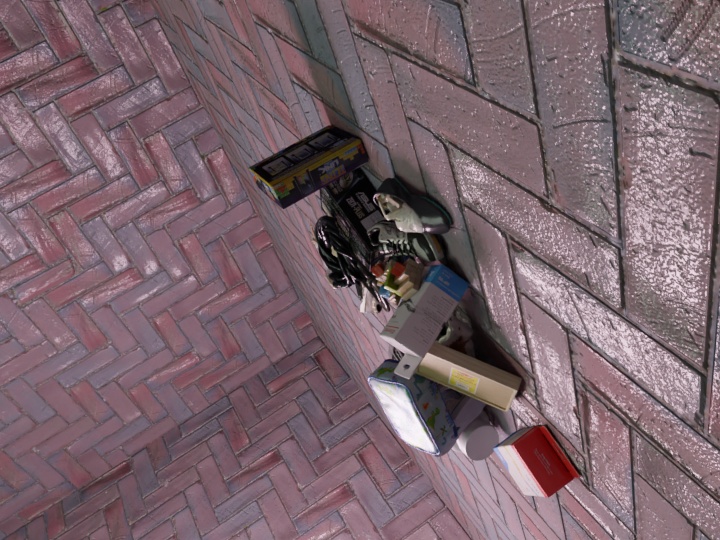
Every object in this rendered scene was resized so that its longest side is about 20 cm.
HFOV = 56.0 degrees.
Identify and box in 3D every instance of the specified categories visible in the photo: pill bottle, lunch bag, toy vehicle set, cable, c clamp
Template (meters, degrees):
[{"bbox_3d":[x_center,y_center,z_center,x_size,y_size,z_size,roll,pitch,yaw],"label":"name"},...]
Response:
[{"bbox_3d":[0.235,0.359,1.607,0.120,0.119,0.200,63,168,-26],"label":"pill bottle"},{"bbox_3d":[0.109,0.286,1.444,0.160,0.082,0.201,0,123,55],"label":"lunch bag"},{"bbox_3d":[0.201,0.201,1.294,0.199,0.027,0.125,22,153,13],"label":"toy vehicle set"},{"bbox_3d":[-0.047,-0.041,1.439,0.200,0.051,0.164,177,75,-76],"label":"cable"},{"bbox_3d":[0.000,0.000,1.470,0.200,0.027,0.171,51,168,37],"label":"c clamp"}]

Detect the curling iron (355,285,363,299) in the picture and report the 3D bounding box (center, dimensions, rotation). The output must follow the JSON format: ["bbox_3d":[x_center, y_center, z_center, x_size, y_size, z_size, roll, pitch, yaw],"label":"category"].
[{"bbox_3d":[-0.019,-0.018,1.809,0.050,0.025,0.201,-44,59,58],"label":"curling iron"}]

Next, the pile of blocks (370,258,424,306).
[{"bbox_3d":[0.053,0.018,1.298,0.062,0.083,0.200,27,170,-13],"label":"pile of blocks"}]

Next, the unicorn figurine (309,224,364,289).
[{"bbox_3d":[-0.049,-0.024,1.711,0.074,0.199,0.138,-45,51,35],"label":"unicorn figurine"}]

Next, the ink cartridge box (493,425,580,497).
[{"bbox_3d":[0.339,0.373,1.321,0.117,0.067,0.200,56,168,13],"label":"ink cartridge box"}]

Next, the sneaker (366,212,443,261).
[{"bbox_3d":[0.081,-0.049,1.274,0.200,0.087,0.076,35,153,61],"label":"sneaker"}]

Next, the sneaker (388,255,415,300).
[{"bbox_3d":[0.116,0.037,1.394,0.075,0.078,0.201,-36,68,55],"label":"sneaker"}]

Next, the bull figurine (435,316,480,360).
[{"bbox_3d":[0.189,0.170,1.359,0.121,0.065,0.200,-1,137,33],"label":"bull figurine"}]

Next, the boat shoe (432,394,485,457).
[{"bbox_3d":[0.207,0.320,1.506,0.071,0.201,0.070,11,-152,-39],"label":"boat shoe"}]

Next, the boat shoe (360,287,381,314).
[{"bbox_3d":[0.037,0.060,1.834,0.060,0.072,0.202,12,152,3],"label":"boat shoe"}]

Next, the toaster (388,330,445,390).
[{"bbox_3d":[0.151,0.202,1.559,0.200,0.118,0.181,55,169,17],"label":"toaster"}]

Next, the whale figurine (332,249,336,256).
[{"bbox_3d":[-0.001,-0.063,1.606,0.199,0.104,0.160,29,118,26],"label":"whale figurine"}]

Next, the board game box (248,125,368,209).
[{"bbox_3d":[-0.107,-0.212,1.361,0.165,0.199,0.057,42,159,57],"label":"board game box"}]

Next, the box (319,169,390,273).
[{"bbox_3d":[0.000,-0.110,1.462,0.200,0.086,0.164,55,169,15],"label":"box"}]

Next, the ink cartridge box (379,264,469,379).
[{"bbox_3d":[0.103,0.090,1.232,0.067,0.201,0.116,35,171,-8],"label":"ink cartridge box"}]

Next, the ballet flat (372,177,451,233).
[{"bbox_3d":[0.080,-0.102,1.180,0.200,0.073,0.073,44,162,51],"label":"ballet flat"}]
